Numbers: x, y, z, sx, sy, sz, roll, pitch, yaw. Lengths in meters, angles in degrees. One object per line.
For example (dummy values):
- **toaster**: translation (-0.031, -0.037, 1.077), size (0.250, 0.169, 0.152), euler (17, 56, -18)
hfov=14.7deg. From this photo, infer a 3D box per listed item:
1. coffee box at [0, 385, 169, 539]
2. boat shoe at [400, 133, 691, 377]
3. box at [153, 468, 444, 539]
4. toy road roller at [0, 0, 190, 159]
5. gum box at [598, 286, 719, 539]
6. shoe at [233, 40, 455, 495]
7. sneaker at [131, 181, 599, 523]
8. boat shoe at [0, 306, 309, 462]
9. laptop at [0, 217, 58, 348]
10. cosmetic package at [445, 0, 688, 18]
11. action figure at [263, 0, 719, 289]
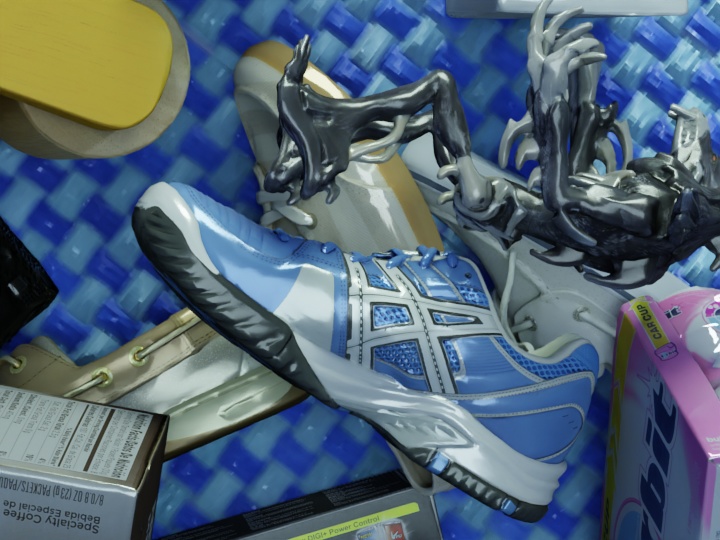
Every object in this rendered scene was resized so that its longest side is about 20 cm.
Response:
- **coffee box**: translation (-0.181, 0.101, 1.042), size (0.200, 0.080, 0.115), euler (11, 108, 1)
- **boat shoe**: translation (0.086, 0.024, 1.156), size (0.202, 0.075, 0.086), euler (33, 93, -21)
- **box**: translation (-0.049, 0.186, 1.158), size (0.200, 0.044, 0.160), euler (-16, 97, -8)
- **toy road roller**: translation (-0.179, -0.059, 1.055), size (0.200, 0.123, 0.146), euler (17, 86, -19)
- **gum box**: translation (0.143, 0.114, 1.110), size (0.066, 0.114, 0.200), euler (-5, 121, -12)
- **shoe**: translation (0.000, 0.000, 1.127), size (0.053, 0.070, 0.200), euler (-34, 97, -24)
- **sneaker**: translation (0.002, 0.017, 1.073), size (0.200, 0.076, 0.077), euler (32, 88, -15)
- **boat shoe**: translation (-0.118, 0.058, 1.125), size (0.200, 0.074, 0.066), euler (-22, 86, -9)
- **laptop**: translation (-0.260, 0.013, 1.122), size (0.177, 0.103, 0.200), euler (50, 61, -11)
- **cosmetic package**: translation (0.083, -0.201, 1.109), size (0.081, 0.113, 0.200), euler (-1, 94, -10)
- **action figure**: translation (0.068, -0.050, 1.049), size (0.200, 0.119, 0.102), euler (12, 84, 1)
